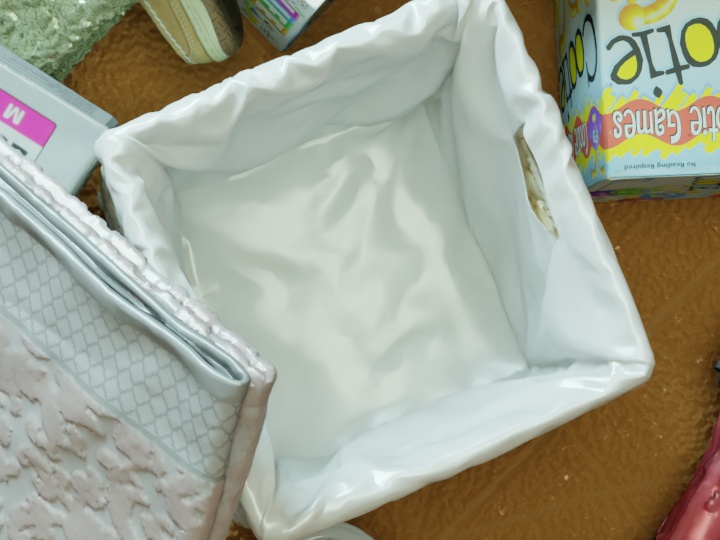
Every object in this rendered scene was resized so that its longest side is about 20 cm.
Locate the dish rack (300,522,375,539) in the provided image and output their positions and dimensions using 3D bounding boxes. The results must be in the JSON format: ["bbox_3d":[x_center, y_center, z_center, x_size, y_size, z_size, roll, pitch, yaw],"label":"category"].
[{"bbox_3d":[0.005,0.230,1.330,0.200,0.044,0.172,38,90,-20],"label":"dish rack"}]

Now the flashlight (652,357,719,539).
[{"bbox_3d":[0.162,0.112,1.384,0.068,0.068,0.200,28,84,-2],"label":"flashlight"}]

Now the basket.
[{"bbox_3d":[0.000,0.000,1.322,0.200,0.161,0.198,-23,89,-8],"label":"basket"}]

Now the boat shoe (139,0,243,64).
[{"bbox_3d":[-0.129,-0.178,1.372,0.076,0.072,0.200,-29,85,6],"label":"boat shoe"}]

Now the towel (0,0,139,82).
[{"bbox_3d":[-0.163,-0.164,1.329,0.200,0.036,0.148,-40,95,27],"label":"towel"}]

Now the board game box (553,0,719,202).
[{"bbox_3d":[0.150,-0.139,1.381,0.103,0.105,0.200,-3,85,-7],"label":"board game box"}]

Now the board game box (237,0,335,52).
[{"bbox_3d":[0.028,-0.192,1.354,0.034,0.134,0.200,45,82,-2],"label":"board game box"}]

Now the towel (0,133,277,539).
[{"bbox_3d":[-0.134,0.062,1.271,0.200,0.191,0.032,38,39,25],"label":"towel"}]

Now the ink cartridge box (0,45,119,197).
[{"bbox_3d":[-0.240,-0.048,1.327,0.200,0.044,0.174,32,99,-4],"label":"ink cartridge box"}]
